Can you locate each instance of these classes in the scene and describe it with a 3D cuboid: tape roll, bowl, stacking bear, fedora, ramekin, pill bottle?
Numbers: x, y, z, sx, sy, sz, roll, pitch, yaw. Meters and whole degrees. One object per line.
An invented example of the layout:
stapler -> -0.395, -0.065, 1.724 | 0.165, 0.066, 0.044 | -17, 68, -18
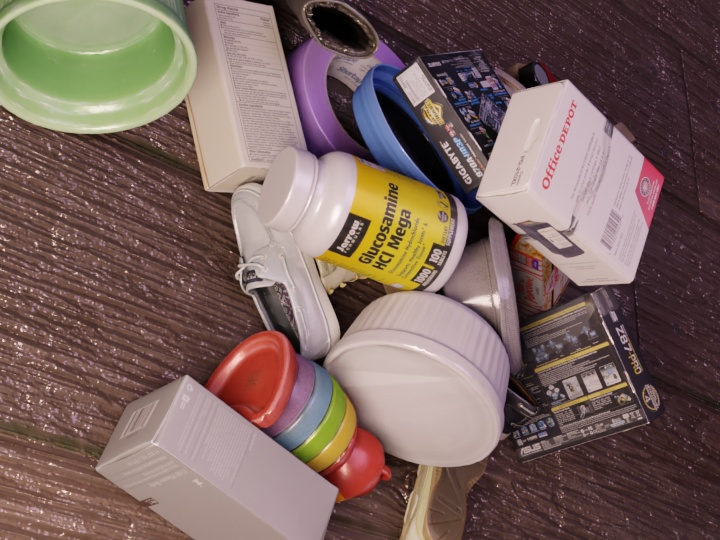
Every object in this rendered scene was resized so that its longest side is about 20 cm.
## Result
tape roll -> -0.010, -0.186, 1.546 | 0.199, 0.066, 0.201 | 21, 58, -36
bowl -> 0.065, -0.142, 1.480 | 0.200, 0.039, 0.201 | 41, 27, -27
stacking bear -> -0.052, 0.161, 1.308 | 0.200, 0.121, 0.114 | 45, 52, -32
fedora -> 0.127, 0.032, 1.451 | 0.200, 0.090, 0.178 | -61, 143, -80
ramekin -> -0.256, -0.227, 1.230 | 0.199, 0.200, 0.098 | 18, 51, -38
ramekin -> 0.065, 0.108, 1.370 | 0.202, 0.202, 0.094 | 43, 49, -21
pill bottle -> 0.001, -0.054, 1.340 | 0.199, 0.112, 0.113 | 19, 57, -24

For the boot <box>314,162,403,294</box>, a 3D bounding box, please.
boot -> 0.000, 0.000, 1.455 | 0.154, 0.072, 0.201 | -35, 119, -34

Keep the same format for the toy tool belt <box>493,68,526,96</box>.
toy tool belt -> 0.195, -0.169, 1.692 | 0.200, 0.125, 0.123 | 49, 12, 7

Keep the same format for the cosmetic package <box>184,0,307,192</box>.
cosmetic package -> -0.132, -0.190, 1.420 | 0.103, 0.073, 0.201 | 1, 70, -45

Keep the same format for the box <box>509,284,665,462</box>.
box -> 0.240, 0.125, 1.539 | 0.049, 0.200, 0.162 | -22, 86, -46

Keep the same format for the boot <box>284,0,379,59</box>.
boot -> -0.074, -0.313, 1.461 | 0.181, 0.073, 0.200 | 21, 26, -19

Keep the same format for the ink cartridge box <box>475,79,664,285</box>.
ink cartridge box -> 0.237, -0.094, 1.459 | 0.200, 0.084, 0.145 | 36, 64, -34

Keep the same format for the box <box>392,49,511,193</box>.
box -> 0.134, -0.181, 1.539 | 0.159, 0.046, 0.200 | 57, 28, 5

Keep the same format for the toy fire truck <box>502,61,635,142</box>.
toy fire truck -> 0.277, -0.198, 1.807 | 0.200, 0.128, 0.177 | -5, 73, -58

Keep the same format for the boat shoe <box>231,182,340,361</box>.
boat shoe -> -0.090, 0.005, 1.367 | 0.071, 0.070, 0.202 | -27, 92, -49

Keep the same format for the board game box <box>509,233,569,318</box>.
board game box -> 0.250, -0.053, 1.603 | 0.200, 0.046, 0.152 | -55, 156, -25

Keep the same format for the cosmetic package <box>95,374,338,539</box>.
cosmetic package -> -0.130, 0.195, 1.209 | 0.200, 0.107, 0.090 | 41, 46, -20

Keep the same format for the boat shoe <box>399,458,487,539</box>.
boat shoe -> 0.090, 0.235, 1.451 | 0.073, 0.063, 0.201 | 39, 41, -19

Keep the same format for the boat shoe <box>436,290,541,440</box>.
boat shoe -> 0.139, 0.098, 1.539 | 0.201, 0.068, 0.072 | 57, 28, 8
